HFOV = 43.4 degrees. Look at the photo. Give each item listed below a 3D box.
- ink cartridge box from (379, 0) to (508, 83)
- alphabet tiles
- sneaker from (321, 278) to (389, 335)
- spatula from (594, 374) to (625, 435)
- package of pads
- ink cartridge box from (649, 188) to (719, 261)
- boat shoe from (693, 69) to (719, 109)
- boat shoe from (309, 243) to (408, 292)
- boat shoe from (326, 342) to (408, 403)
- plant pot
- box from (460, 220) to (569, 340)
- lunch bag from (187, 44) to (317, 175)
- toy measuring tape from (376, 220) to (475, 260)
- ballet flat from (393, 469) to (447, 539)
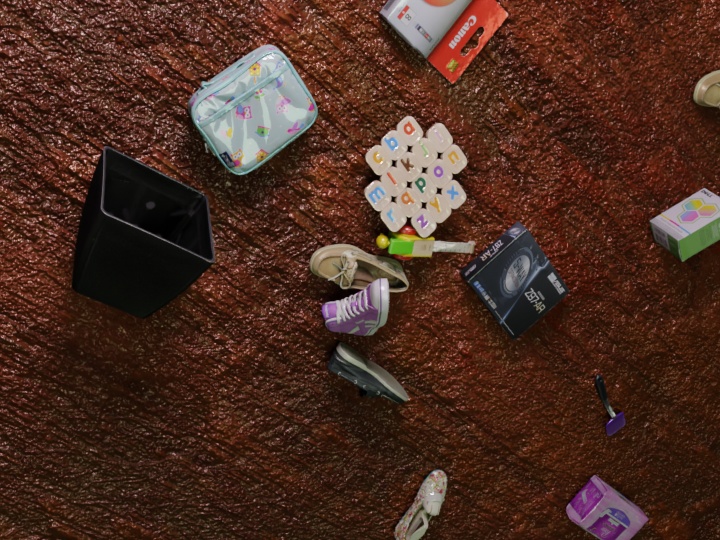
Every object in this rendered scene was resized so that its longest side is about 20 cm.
[{"bbox_3d":[0.152,-0.439,1.560,0.199,0.050,0.163,36,99,-28],"label":"ink cartridge box"},{"bbox_3d":[0.102,-0.171,1.664,0.200,0.015,0.197,-42,109,-8],"label":"alphabet tiles"},{"bbox_3d":[-0.012,0.074,1.695,0.112,0.074,0.201,4,152,-13],"label":"sneaker"},{"bbox_3d":[0.578,0.314,2.112,0.056,0.021,0.202,-34,121,-9],"label":"spatula"},{"bbox_3d":[0.610,0.605,2.239,0.199,0.076,0.121,36,98,-31],"label":"package of pads"},{"bbox_3d":[0.724,-0.110,1.907,0.197,0.104,0.060,-29,123,-4],"label":"ink cartridge box"},{"bbox_3d":[0.764,-0.359,1.821,0.196,0.063,0.075,-2,116,-20],"label":"boat shoe"},{"bbox_3d":[0.000,0.000,1.713,0.196,0.063,0.075,7,114,-23],"label":"boat shoe"},{"bbox_3d":[0.012,0.223,1.824,0.198,0.075,0.066,36,102,-30],"label":"boat shoe"},{"bbox_3d":[-0.371,-0.044,1.485,0.197,0.202,0.178,25,116,-29],"label":"plant pot"},{"bbox_3d":[0.319,0.024,1.857,0.159,0.044,0.201,-40,122,2],"label":"box"},{"bbox_3d":[-0.183,-0.267,1.502,0.198,0.077,0.161,-35,122,-1],"label":"lunch bag"},{"bbox_3d":[0.119,-0.058,1.726,0.195,0.074,0.075,0,116,-20],"label":"toy measuring tape"},{"bbox_3d":[0.146,0.548,2.043,0.075,0.064,0.203,21,106,-27],"label":"ballet flat"}]
